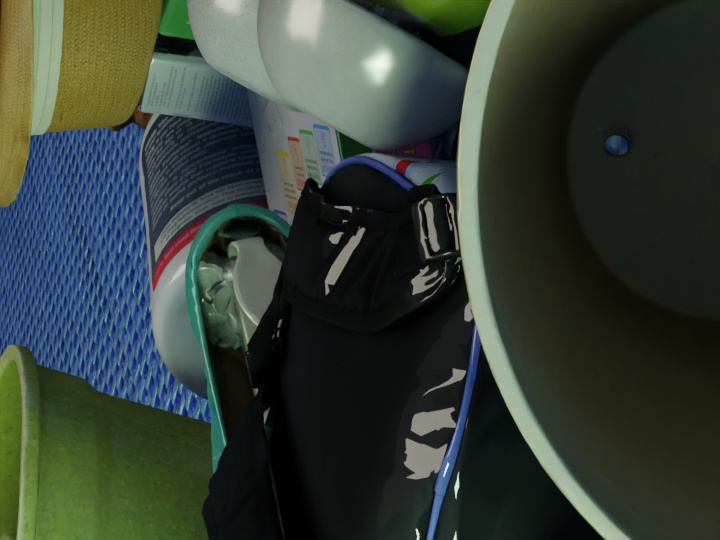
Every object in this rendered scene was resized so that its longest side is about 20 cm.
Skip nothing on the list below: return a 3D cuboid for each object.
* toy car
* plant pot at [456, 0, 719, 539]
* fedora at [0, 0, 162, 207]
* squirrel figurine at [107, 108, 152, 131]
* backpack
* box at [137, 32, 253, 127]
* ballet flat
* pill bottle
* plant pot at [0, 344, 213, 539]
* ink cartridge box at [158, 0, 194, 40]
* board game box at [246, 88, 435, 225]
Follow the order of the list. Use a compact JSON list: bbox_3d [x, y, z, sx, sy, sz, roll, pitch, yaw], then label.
[{"bbox_3d":[0.042,-0.121,0.762,0.176,0.149,0.200,-61,25,1],"label":"toy car"},{"bbox_3d":[0.105,-0.024,0.506,0.200,0.185,0.189,-125,44,-85],"label":"plant pot"},{"bbox_3d":[-0.139,-0.130,0.985,0.200,0.081,0.203,-179,90,-71],"label":"fedora"},{"bbox_3d":[-0.115,-0.159,1.334,0.201,0.140,0.188,-104,21,-57],"label":"squirrel figurine"},{"bbox_3d":[0.034,0.048,0.714,0.190,0.153,0.202,44,118,60],"label":"backpack"},{"bbox_3d":[-0.053,-0.128,1.088,0.200,0.143,0.037,-113,35,-59],"label":"box"},{"bbox_3d":[-0.034,0.061,0.879,0.071,0.067,0.202,89,165,-67],"label":"ballet flat"},{"bbox_3d":[-0.055,-0.037,1.099,0.201,0.118,0.120,-102,26,-48],"label":"pill bottle"},{"bbox_3d":[-0.092,0.147,1.025,0.200,0.182,0.202,-172,90,-74],"label":"plant pot"},{"bbox_3d":[0.000,-0.181,0.935,0.200,0.145,0.084,123,150,-57],"label":"ink cartridge box"},{"bbox_3d":[0.000,0.000,0.922,0.153,0.040,0.202,-156,55,-72],"label":"board game box"}]
